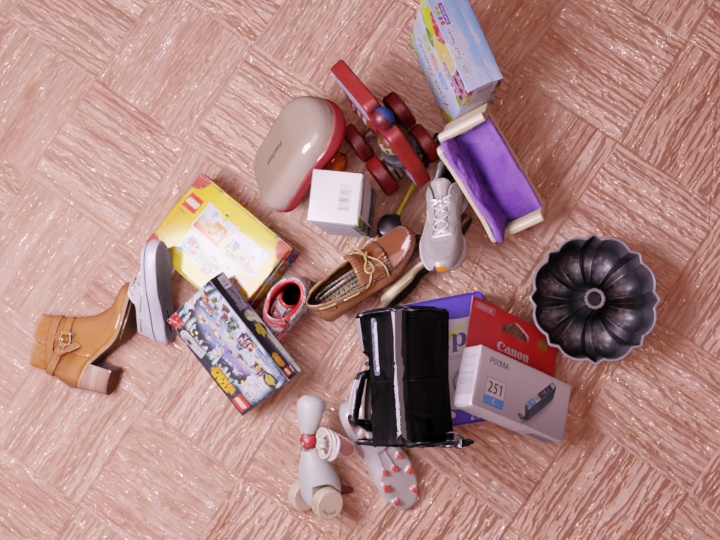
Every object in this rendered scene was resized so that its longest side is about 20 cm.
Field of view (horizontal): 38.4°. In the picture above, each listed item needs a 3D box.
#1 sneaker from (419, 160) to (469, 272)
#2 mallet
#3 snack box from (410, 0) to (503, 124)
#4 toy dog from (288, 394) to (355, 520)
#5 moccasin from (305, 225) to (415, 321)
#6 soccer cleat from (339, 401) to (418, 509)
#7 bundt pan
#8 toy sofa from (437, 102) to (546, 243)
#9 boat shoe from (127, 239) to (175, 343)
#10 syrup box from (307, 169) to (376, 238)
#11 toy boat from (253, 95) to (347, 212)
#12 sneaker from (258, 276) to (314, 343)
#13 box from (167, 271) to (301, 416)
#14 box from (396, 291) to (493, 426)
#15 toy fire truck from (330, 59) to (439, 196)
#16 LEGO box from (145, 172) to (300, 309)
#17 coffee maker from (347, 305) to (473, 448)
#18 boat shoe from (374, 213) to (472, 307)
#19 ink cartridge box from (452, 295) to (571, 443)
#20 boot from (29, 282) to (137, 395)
[{"bbox_3d":[0.124,-0.089,1.591,0.075,0.092,0.201,-4,49,15],"label":"sneaker"},{"bbox_3d":[0.083,-0.132,1.692,0.041,0.066,0.201,27,74,7],"label":"mallet"},{"bbox_3d":[0.145,-0.329,1.611,0.067,0.200,0.169,-22,82,-5],"label":"snack box"},{"bbox_3d":[-0.052,0.298,1.637,0.132,0.096,0.201,38,126,44],"label":"toy dog"},{"bbox_3d":[-0.001,-0.001,1.614,0.201,0.078,0.074,-33,61,12],"label":"moccasin"},{"bbox_3d":[0.030,0.290,1.651,0.069,0.078,0.201,-33,103,-11],"label":"soccer cleat"},{"bbox_3d":[0.358,0.048,1.617,0.201,0.076,0.203,0,82,-1],"label":"bundt pan"},{"bbox_3d":[0.205,-0.147,1.600,0.083,0.098,0.200,-25,109,27],"label":"toy sofa"},{"bbox_3d":[-0.342,0.037,1.660,0.066,0.074,0.201,8,125,9],"label":"boat shoe"},{"bbox_3d":[-0.026,-0.101,1.615,0.081,0.200,0.079,6,87,8],"label":"syrup box"},{"bbox_3d":[-0.078,-0.184,1.664,0.200,0.130,0.131,-52,45,39],"label":"toy boat"},{"bbox_3d":[-0.150,0.091,1.660,0.067,0.108,0.202,40,91,8],"label":"sneaker"},{"bbox_3d":[-0.203,0.118,1.638,0.200,0.040,0.137,51,129,1],"label":"box"},{"bbox_3d":[0.120,0.147,1.628,0.183,0.105,0.201,-11,84,5],"label":"box"},{"bbox_3d":[0.033,-0.224,1.620,0.112,0.168,0.200,-37,58,3],"label":"toy fire truck"},{"bbox_3d":[-0.225,-0.037,1.693,0.200,0.077,0.149,40,91,8],"label":"LEGO box"},{"bbox_3d":[0.080,0.152,1.497,0.191,0.135,0.201,-4,84,28],"label":"coffee maker"},{"bbox_3d":[0.093,-0.029,1.660,0.200,0.072,0.068,-43,75,-2],"label":"boat shoe"},{"bbox_3d":[0.238,0.150,1.564,0.199,0.045,0.177,25,67,-32],"label":"ink cartridge box"},{"bbox_3d":[-0.458,0.094,1.714,0.154,0.074,0.201,18,85,11],"label":"boot"}]
